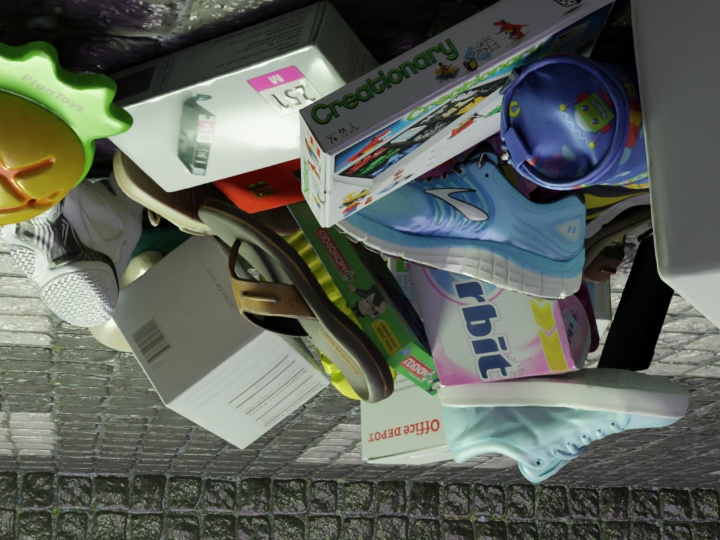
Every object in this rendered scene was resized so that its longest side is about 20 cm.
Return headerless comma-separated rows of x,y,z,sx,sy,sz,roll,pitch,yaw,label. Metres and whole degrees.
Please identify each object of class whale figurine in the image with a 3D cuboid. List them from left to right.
-0.173,-0.007,1.182,0.199,0.105,0.159,-31,156,12,whale figurine

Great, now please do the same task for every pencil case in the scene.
0.152,-0.089,0.788,0.086,0.079,0.199,-23,173,28,pencil case

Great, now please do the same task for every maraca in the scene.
-0.237,-0.094,0.831,0.136,0.108,0.199,24,146,-36,maraca

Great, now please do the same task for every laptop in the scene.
0.292,0.006,1.040,0.197,0.118,0.187,-14,174,-3,laptop

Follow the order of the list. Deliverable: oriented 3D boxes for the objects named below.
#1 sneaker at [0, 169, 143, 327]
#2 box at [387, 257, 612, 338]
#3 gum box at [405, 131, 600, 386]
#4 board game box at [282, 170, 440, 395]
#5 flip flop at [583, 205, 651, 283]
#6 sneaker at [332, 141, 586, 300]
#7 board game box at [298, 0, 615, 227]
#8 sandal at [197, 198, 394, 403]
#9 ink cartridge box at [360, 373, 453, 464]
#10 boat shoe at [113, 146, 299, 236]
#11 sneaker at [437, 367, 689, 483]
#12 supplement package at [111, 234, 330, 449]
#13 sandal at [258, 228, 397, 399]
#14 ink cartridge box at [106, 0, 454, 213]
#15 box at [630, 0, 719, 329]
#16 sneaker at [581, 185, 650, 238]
-0.240,-0.062,1.001,0.074,0.116,0.201,-8,127,22,sneaker
0.123,0.003,1.145,0.197,0.114,0.101,-1,166,4,box
0.097,-0.012,0.938,0.112,0.203,0.066,-10,-166,31,gum box
0.000,0.000,1.009,0.029,0.201,0.134,-35,155,8,board game box
0.180,-0.010,1.046,0.081,0.199,0.058,18,138,49,flip flop
0.061,-0.047,0.857,0.197,0.091,0.078,15,-172,-2,sneaker
0.055,-0.105,0.761,0.198,0.035,0.126,-30,166,-11,board game box
-0.056,0.027,0.922,0.054,0.200,0.082,-40,178,-15,sandal
0.071,0.090,1.278,0.083,0.203,0.145,11,161,-36,ink cartridge box
-0.129,-0.058,1.006,0.062,0.074,0.199,-15,159,34,boat shoe
0.155,0.120,0.961,0.198,0.083,0.074,-3,-175,32,sneaker
-0.120,0.067,1.114,0.109,0.114,0.200,-36,157,0,supplement package
-0.033,0.020,1.146,0.079,0.202,0.087,-23,-160,11,sandal
-0.060,-0.091,0.873,0.198,0.044,0.174,-11,141,32,ink cartridge box
0.273,-0.075,0.739,0.169,0.203,0.198,-11,161,27,box
0.181,-0.079,0.970,0.198,0.075,0.084,-22,149,30,sneaker
